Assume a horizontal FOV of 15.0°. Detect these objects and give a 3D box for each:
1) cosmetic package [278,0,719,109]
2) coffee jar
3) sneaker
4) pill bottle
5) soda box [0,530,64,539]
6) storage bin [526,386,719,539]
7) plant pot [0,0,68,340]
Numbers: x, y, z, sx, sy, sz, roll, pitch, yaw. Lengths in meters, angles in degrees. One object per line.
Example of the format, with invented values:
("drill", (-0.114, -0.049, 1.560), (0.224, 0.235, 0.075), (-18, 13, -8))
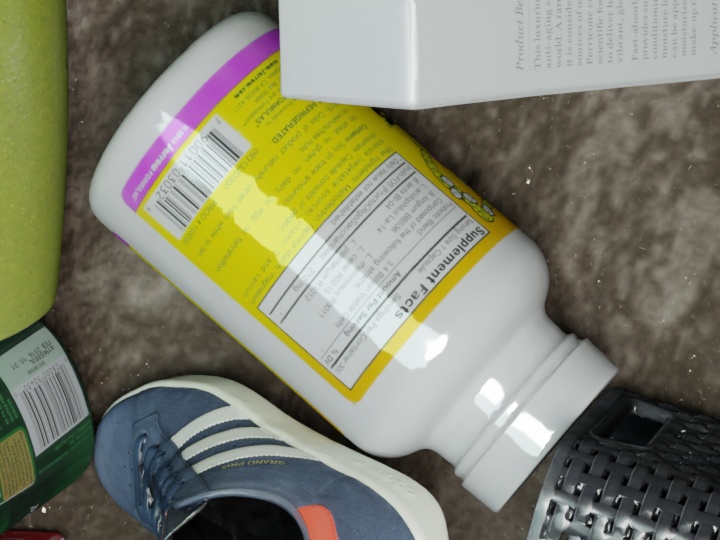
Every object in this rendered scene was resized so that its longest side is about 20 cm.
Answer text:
("cosmetic package", (0.067, -0.114, 0.955), (0.071, 0.200, 0.102), (8, 101, 47))
("coffee jar", (-0.195, 0.089, 1.055), (0.104, 0.200, 0.086), (-10, 105, 32))
("sneaker", (-0.058, 0.094, 1.045), (0.200, 0.084, 0.075), (13, 116, 49))
("pill bottle", (0.000, 0.000, 1.043), (0.200, 0.104, 0.104), (41, 107, 6))
("soda box", (-0.224, 0.144, 1.147), (0.199, 0.070, 0.064), (0, 101, 16))
("storage bin", (0.103, 0.158, 1.020), (0.094, 0.135, 0.201), (17, 103, 13))
("plant pot", (-0.188, -0.070, 1.063), (0.187, 0.187, 0.200), (-8, 109, 17))
